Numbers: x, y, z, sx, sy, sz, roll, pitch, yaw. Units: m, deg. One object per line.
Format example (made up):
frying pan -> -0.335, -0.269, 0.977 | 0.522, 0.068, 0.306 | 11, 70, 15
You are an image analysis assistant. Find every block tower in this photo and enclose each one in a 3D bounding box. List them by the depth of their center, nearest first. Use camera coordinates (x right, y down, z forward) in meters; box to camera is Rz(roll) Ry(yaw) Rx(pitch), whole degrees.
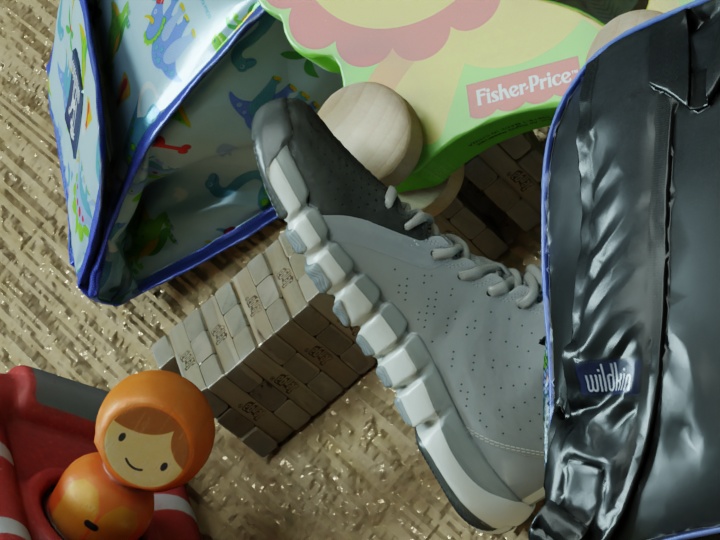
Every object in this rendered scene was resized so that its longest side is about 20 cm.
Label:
block tower -> 0.000, 0.000, 1.238 | 0.200, 0.054, 0.058 | -40, 37, 12

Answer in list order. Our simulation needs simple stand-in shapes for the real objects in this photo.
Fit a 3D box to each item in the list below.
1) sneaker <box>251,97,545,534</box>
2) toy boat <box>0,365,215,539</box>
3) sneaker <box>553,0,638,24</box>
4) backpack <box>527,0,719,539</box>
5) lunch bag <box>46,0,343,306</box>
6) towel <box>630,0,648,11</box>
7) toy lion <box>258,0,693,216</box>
sneaker -> 0.047, -0.003, 1.106 | 0.115, 0.201, 0.075 | -30, 9, 9
toy boat -> -0.108, 0.099, 1.183 | 0.131, 0.130, 0.200 | -55, 34, 24
sneaker -> 0.109, -0.173, 1.239 | 0.199, 0.078, 0.112 | -20, 40, 20
backpack -> 0.157, 0.007, 0.982 | 0.182, 0.147, 0.201 | -17, 68, 33
lunch bag -> -0.084, -0.102, 1.363 | 0.200, 0.127, 0.171 | -44, 38, 27
towel -> 0.153, -0.150, 1.241 | 0.152, 0.023, 0.201 | -26, 43, 29
toy lion -> 0.049, -0.129, 1.168 | 0.199, 0.069, 0.193 | -12, 73, 22
